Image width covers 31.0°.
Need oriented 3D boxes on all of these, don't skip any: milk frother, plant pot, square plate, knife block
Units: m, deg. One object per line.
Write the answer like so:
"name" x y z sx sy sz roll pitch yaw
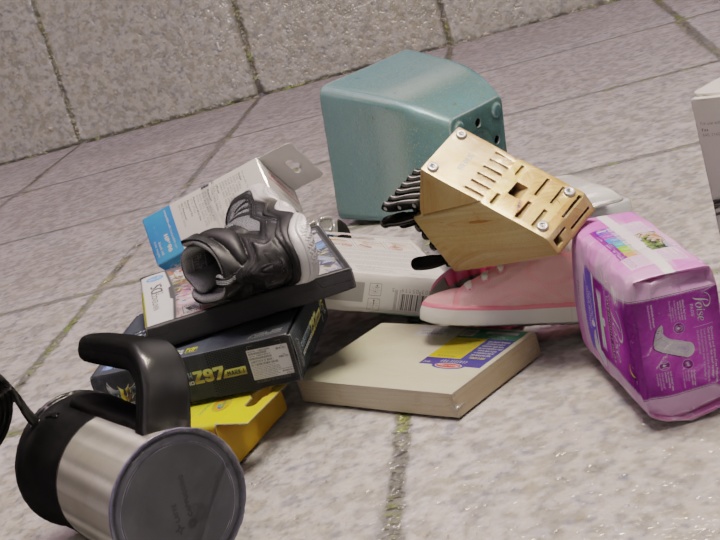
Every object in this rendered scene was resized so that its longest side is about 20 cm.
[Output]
"milk frother" -0.226 0.152 1.007 0.199 0.182 0.187 -23 17 -33
"plant pot" 0.091 -0.178 1.794 0.199 0.197 0.196 14 33 41
"square plate" 0.184 -0.076 1.503 0.198 0.029 0.198 -14 9 -1
"knife block" 0.111 -0.038 1.210 0.199 0.176 0.064 30 61 23

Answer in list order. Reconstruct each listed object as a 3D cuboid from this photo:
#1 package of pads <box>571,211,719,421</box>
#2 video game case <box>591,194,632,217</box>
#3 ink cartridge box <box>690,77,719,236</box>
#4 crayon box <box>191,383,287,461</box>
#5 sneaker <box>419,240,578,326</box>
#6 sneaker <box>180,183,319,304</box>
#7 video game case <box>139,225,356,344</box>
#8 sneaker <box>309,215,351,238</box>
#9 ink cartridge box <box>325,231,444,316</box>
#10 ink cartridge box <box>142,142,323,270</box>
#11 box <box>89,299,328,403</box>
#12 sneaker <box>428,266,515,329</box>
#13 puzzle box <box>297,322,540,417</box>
"package of pads" 0.232 0.033 1.067 0.075 0.122 0.200 -13 16 -2
"video game case" 0.202 -0.062 1.578 0.198 0.023 0.182 -19 17 -11
"ink cartridge box" 0.385 -0.084 1.161 0.146 0.202 0.086 -29 21 -37
"crayon box" -0.157 0.142 1.206 0.198 0.051 0.127 -9 18 27
"sneaker" 0.153 0.001 1.222 0.198 0.106 0.075 -3 -2 13
"sneaker" -0.120 -0.026 1.219 0.113 0.076 0.200 -17 20 -18
"video game case" -0.116 0.012 1.272 0.198 0.026 0.181 -17 17 -7
"sneaker" -0.109 -0.004 1.636 0.199 0.076 0.087 -20 -1 -14
"ink cartridge box" 0.000 0.000 1.423 0.159 0.051 0.200 5 11 -14
"ink cartridge box" -0.137 -0.060 1.520 0.199 0.068 0.116 -27 -23 11
"box" -0.139 0.071 1.239 0.198 0.051 0.158 -12 17 12
"sneaker" 0.163 0.013 1.315 0.198 0.080 0.095 -14 0 -5
"puzzle box" 0.053 0.091 1.219 0.199 0.026 0.133 1 23 45
